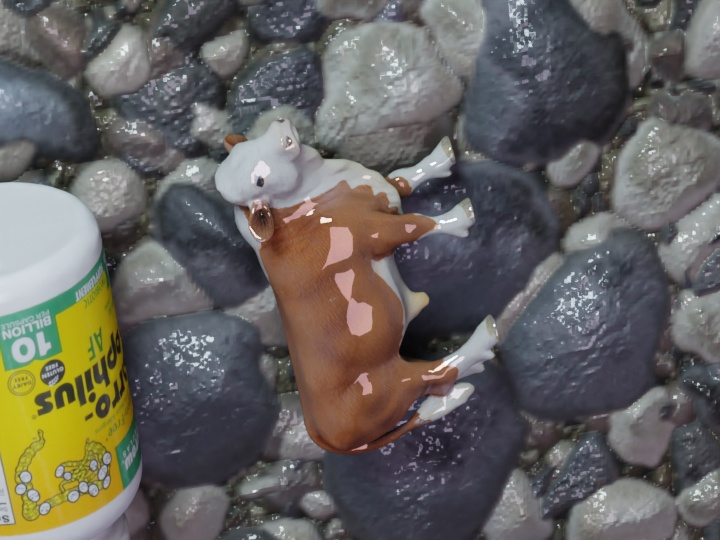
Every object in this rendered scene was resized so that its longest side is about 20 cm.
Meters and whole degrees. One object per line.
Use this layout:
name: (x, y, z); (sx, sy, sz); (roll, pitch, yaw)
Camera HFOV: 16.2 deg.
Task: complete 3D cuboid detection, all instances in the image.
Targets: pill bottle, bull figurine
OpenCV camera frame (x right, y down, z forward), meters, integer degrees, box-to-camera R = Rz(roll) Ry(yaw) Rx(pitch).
pill bottle: (-0.168, 0.069, 1.237); (0.112, 0.113, 0.201); (-12, 119, -9)
bull figurine: (0.000, 0.000, 1.272); (0.121, 0.065, 0.201); (-15, 121, -4)
